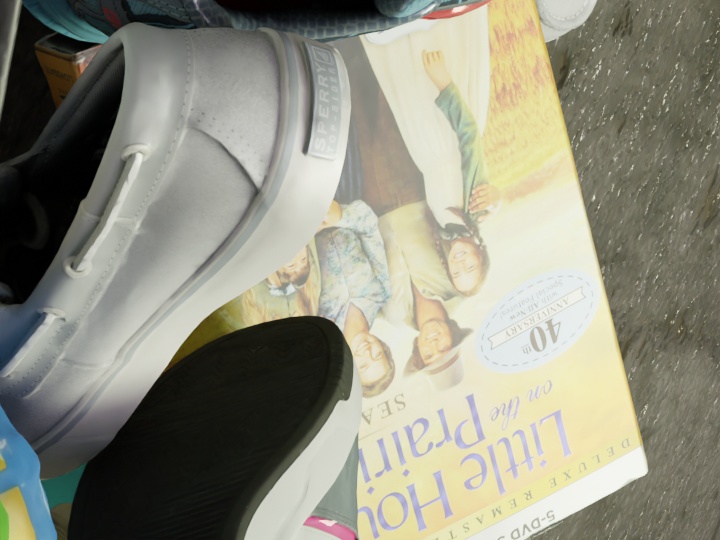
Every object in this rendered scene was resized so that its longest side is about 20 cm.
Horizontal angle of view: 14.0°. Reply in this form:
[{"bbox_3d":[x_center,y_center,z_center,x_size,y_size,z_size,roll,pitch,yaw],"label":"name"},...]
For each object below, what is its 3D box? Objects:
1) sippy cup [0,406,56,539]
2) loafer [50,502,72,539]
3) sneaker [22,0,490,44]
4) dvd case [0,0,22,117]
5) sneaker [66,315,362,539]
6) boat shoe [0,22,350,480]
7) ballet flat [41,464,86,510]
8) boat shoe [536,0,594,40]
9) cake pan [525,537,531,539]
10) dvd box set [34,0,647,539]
[{"bbox_3d":[-0.145,0.076,0.681,0.130,0.177,0.140,-26,127,-37],"label":"sippy cup"},{"bbox_3d":[-0.068,0.165,0.843,0.068,0.076,0.201,-23,110,-25],"label":"loafer"},{"bbox_3d":[0.011,-0.089,0.765,0.199,0.095,0.080,-19,115,-31],"label":"sneaker"},{"bbox_3d":[-0.092,-0.078,0.685,0.200,0.017,0.144,-106,-154,-63],"label":"dvd case"},{"bbox_3d":[-0.022,0.110,0.769,0.200,0.083,0.121,-72,146,-53],"label":"sneaker"},{"bbox_3d":[-0.076,-0.003,0.740,0.200,0.068,0.072,-33,-131,54],"label":"boat shoe"},{"bbox_3d":[-0.111,0.090,0.890,0.200,0.067,0.070,-45,-175,-9],"label":"ballet flat"},{"bbox_3d":[0.066,-0.131,1.053,0.072,0.068,0.200,-59,157,-16],"label":"boat shoe"},{"bbox_3d":[-0.026,0.117,0.993,0.201,0.199,0.037,82,2,-53],"label":"cake pan"},{"bbox_3d":[0.000,0.000,0.862,0.146,0.029,0.201,-24,114,-21],"label":"dvd box set"}]
